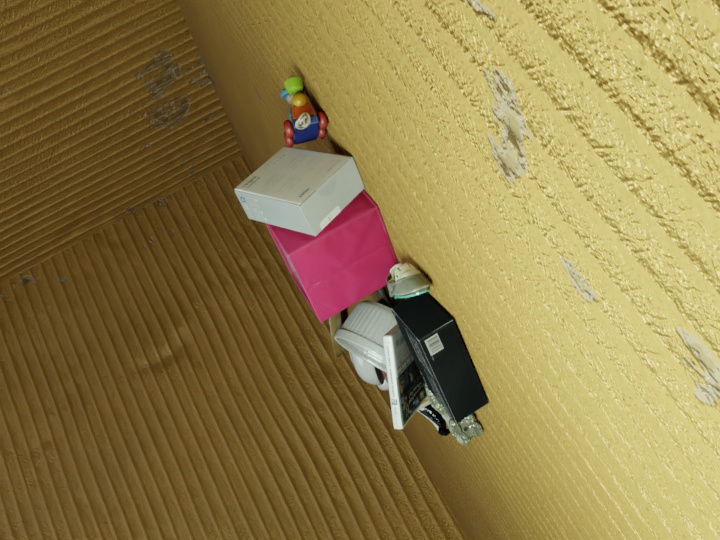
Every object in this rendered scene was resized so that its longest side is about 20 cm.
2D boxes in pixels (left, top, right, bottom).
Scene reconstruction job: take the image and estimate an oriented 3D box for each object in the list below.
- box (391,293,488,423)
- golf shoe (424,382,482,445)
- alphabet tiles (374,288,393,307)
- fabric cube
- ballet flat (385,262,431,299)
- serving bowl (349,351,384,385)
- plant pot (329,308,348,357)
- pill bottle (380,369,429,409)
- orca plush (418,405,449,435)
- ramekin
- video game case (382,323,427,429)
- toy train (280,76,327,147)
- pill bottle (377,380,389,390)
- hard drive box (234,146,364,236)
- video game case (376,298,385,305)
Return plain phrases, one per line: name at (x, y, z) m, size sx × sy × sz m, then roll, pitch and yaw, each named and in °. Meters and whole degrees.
box at (0.145, 0.157, 1.427) m, size 0.201 × 0.078 × 0.141 m, roll 65°, pitch 170°, yaw -27°
golf shoe at (0.182, 0.269, 1.628) m, size 0.097 × 0.078 × 0.201 m, roll -121°, pitch 5°, yaw -74°
alphabet tiles at (0.039, 0.034, 1.997) m, size 0.201 × 0.006 × 0.166 m, roll 63°, pitch 173°, yaw -10°
fabric cube at (-0.061, -0.056, 1.586) m, size 0.196 × 0.198 × 0.201 m, roll 51°, pitch 168°, yaw 50°
ballet flat at (0.079, 0.018, 1.420) m, size 0.200 × 0.067 × 0.064 m, roll 155°, pitch 96°, yaw -82°
serving bowl at (0.010, 0.185, 1.906) m, size 0.200 × 0.065 × 0.202 m, roll -9°, pitch -90°, yaw -79°
plant pot at (-0.049, 0.101, 1.801) m, size 0.200 × 0.027 × 0.202 m, roll -4°, pitch -90°, yaw -85°
pill bottle at (0.104, 0.225, 1.845) m, size 0.201 × 0.112 × 0.112 m, roll 63°, pitch 173°, yaw -17°
orca plush at (0.167, 0.337, 2.011) m, size 0.201 × 0.104 × 0.071 m, roll 59°, pitch 142°, yaw 38°
ramekin at (0.052, 0.149, 1.683) m, size 0.199 × 0.106 × 0.200 m, roll 28°, pitch 168°, yaw 7°
video game case at (0.093, 0.190, 1.526) m, size 0.200 × 0.023 × 0.184 m, roll -30°, pitch -66°, yaw -67°
toy train at (-0.117, -0.321, 1.490) m, size 0.200 × 0.084 × 0.117 m, roll 128°, pitch 126°, yaw -82°
pill bottle at (0.074, 0.264, 2.213) m, size 0.201 × 0.110 × 0.111 m, roll 60°, pitch 173°, yaw 8°
hard drive box at (-0.120, -0.159, 1.499) m, size 0.199 × 0.156 × 0.077 m, roll 16°, pitch 142°, yaw 42°
video game case at (0.085, 0.174, 2.056) m, size 0.201 × 0.036 × 0.181 m, roll 59°, pitch 172°, yaw 2°
